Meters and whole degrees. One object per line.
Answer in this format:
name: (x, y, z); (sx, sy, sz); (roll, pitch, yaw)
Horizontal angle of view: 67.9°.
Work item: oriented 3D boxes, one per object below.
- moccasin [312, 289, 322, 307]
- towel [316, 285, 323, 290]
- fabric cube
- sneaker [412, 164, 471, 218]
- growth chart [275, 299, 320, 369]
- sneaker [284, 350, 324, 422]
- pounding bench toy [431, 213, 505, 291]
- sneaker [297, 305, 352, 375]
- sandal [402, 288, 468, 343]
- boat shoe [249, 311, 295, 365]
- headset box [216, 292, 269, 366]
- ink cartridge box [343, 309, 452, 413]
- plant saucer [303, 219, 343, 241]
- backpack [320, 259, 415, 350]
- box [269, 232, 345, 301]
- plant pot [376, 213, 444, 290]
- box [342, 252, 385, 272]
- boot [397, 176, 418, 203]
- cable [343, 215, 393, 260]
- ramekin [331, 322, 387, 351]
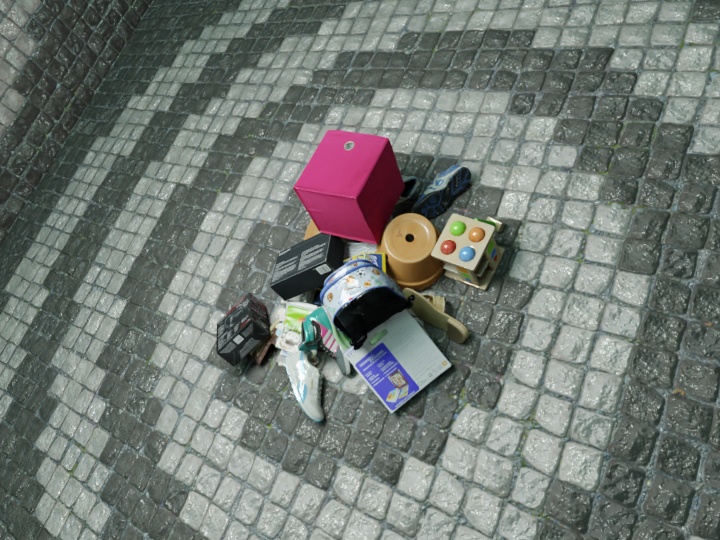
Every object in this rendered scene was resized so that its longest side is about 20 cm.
moccasin: (-0.063, 0.111, 1.532); (0.199, 0.080, 0.069); (24, 83, 49)
towel: (-0.114, 0.035, 1.570); (0.199, 0.086, 0.018); (23, 109, 43)
fabric cube: (-0.024, -0.221, 1.411); (0.195, 0.201, 0.201); (15, 64, 28)
sneaker: (0.230, -0.227, 1.551); (0.200, 0.076, 0.077); (-40, 32, 4)
growth chart: (-0.177, 0.185, 1.528); (0.143, 0.018, 0.203); (2, 83, 10)
sneaker: (-0.137, 0.310, 1.447); (0.080, 0.077, 0.202); (-25, 71, 3)
pounding bench toy: (0.294, -0.081, 1.377); (0.123, 0.156, 0.201); (22, 77, 33)
sneaker: (-0.106, 0.204, 1.440); (0.120, 0.084, 0.202); (-21, 83, -16)
sandal: (0.209, 0.104, 1.401); (0.069, 0.078, 0.211); (-33, 55, -30)
boat shoe: (-0.242, 0.202, 1.579); (0.200, 0.072, 0.072); (-42, 65, 5)
headset box: (-0.357, 0.169, 1.607); (0.149, 0.077, 0.200); (-43, 25, 5)
ink cartridge box: (0.092, 0.218, 1.338); (0.198, 0.043, 0.201); (-39, 94, 5)
plant saucer: (-0.119, -0.105, 1.636); (0.199, 0.032, 0.203); (-25, 57, 46)
backpack: (0.001, 0.063, 1.243); (0.199, 0.190, 0.155); (-39, 66, 4)
box: (-0.148, -0.017, 1.513); (0.199, 0.079, 0.142); (-23, 40, 26)
plant pot: (0.135, -0.061, 1.429); (0.198, 0.140, 0.202); (-2, 72, 6)
box: (0.000, 0.000, 1.453); (0.200, 0.064, 0.071); (161, 108, -66)
boot: (0.078, -0.210, 1.522); (0.200, 0.074, 0.095); (-44, 23, -24)
cable: (0.011, -0.110, 1.599); (0.200, 0.069, 0.200); (-47, 54, 0)
ramekin: (0.026, 0.126, 1.399); (0.197, 0.098, 0.203); (0, 97, 1)
